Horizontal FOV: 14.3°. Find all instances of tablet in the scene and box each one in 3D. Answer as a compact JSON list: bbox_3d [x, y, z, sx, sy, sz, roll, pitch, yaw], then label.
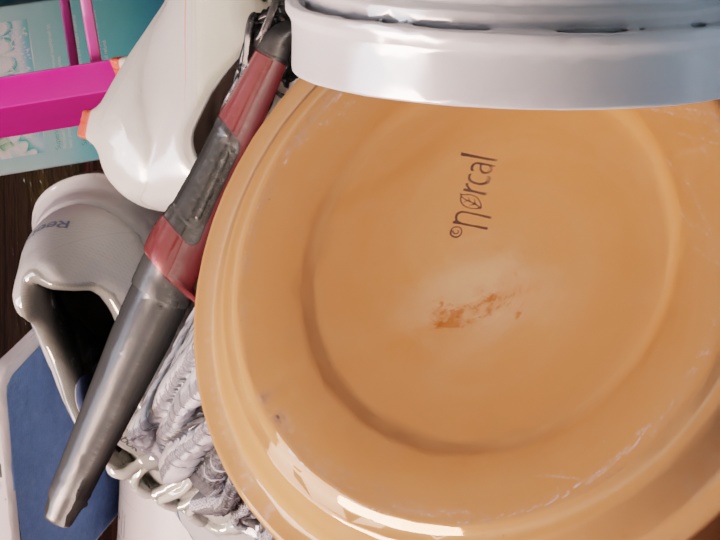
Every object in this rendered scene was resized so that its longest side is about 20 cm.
[{"bbox_3d":[-0.100,0.042,1.206,0.200,0.014,0.130,-51,-31,-48],"label":"tablet"}]

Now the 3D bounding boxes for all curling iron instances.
[{"bbox_3d":[-0.060,-0.001,0.988,0.200,0.026,0.050,-66,-17,2],"label":"curling iron"}]

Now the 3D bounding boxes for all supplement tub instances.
[{"bbox_3d":[0.044,-0.149,0.735,0.145,0.145,0.200,-148,58,-67],"label":"supplement tub"}]

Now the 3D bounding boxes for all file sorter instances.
[{"bbox_3d":[-0.121,-0.127,1.191,0.139,0.200,0.126,168,92,-81],"label":"file sorter"}]

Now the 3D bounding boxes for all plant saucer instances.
[{"bbox_3d":[0.041,0.001,0.816,0.032,0.200,0.201,41,-156,-57],"label":"plant saucer"}]

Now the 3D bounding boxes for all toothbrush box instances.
[{"bbox_3d":[-0.181,-0.096,1.425,0.146,0.200,0.085,-156,57,-70],"label":"toothbrush box"}]

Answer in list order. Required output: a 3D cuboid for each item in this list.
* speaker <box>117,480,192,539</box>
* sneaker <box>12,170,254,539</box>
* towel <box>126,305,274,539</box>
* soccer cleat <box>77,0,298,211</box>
[{"bbox_3d":[-0.061,0.068,1.196,0.081,0.081,0.200,-131,40,-58],"label":"speaker"},{"bbox_3d":[-0.073,0.061,1.101,0.200,0.074,0.087,53,-155,-11],"label":"sneaker"},{"bbox_3d":[0.000,0.000,0.985,0.166,0.085,0.200,-62,5,-21],"label":"towel"},{"bbox_3d":[-0.040,-0.115,1.084,0.077,0.069,0.200,13,79,36],"label":"soccer cleat"}]
